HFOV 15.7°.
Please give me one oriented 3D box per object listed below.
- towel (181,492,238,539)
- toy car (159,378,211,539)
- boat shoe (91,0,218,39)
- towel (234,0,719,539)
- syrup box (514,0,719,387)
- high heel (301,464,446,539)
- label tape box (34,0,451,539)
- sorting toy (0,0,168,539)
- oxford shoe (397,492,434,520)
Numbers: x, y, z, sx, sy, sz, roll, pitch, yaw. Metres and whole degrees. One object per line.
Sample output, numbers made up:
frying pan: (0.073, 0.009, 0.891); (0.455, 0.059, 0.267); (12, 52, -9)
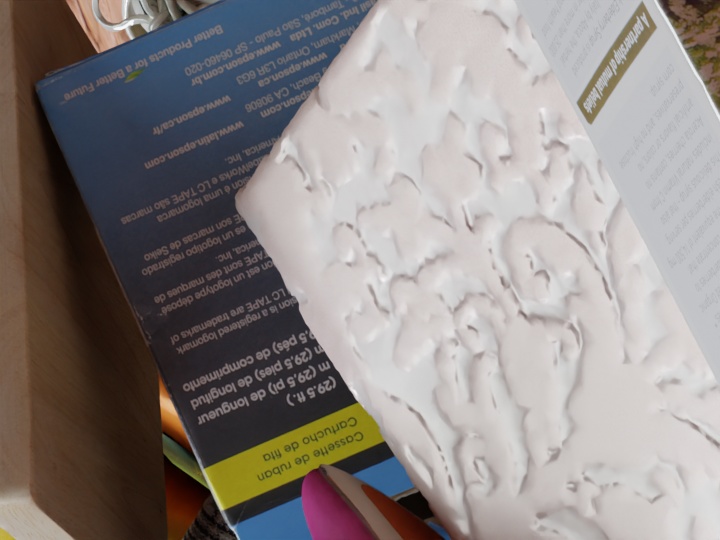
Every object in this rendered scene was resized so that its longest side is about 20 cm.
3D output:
towel: (-0.040, 0.148, 1.068); (0.035, 0.193, 0.200); (37, -166, 21)
toy car: (-0.067, 0.069, 1.215); (0.175, 0.150, 0.200); (34, -170, 6)
boat shoe: (-0.062, -0.110, 1.041); (0.075, 0.086, 0.202); (68, 165, -9)
towel: (0.060, 0.000, 0.740); (0.200, 0.032, 0.191); (57, 134, 20)
syrup box: (0.105, -0.035, 0.605); (0.200, 0.079, 0.081); (63, 164, 10)
high heel: (0.022, 0.156, 0.782); (0.200, 0.096, 0.067); (53, -166, 22)
label tape box: (0.000, 0.000, 0.867); (0.063, 0.144, 0.200); (-51, -62, -84)
sorting toy: (-0.125, 0.011, 0.908); (0.200, 0.069, 0.199); (66, -162, -70)
oxford shoe: (0.022, 0.140, 0.992); (0.073, 0.084, 0.201); (113, 160, -86)
